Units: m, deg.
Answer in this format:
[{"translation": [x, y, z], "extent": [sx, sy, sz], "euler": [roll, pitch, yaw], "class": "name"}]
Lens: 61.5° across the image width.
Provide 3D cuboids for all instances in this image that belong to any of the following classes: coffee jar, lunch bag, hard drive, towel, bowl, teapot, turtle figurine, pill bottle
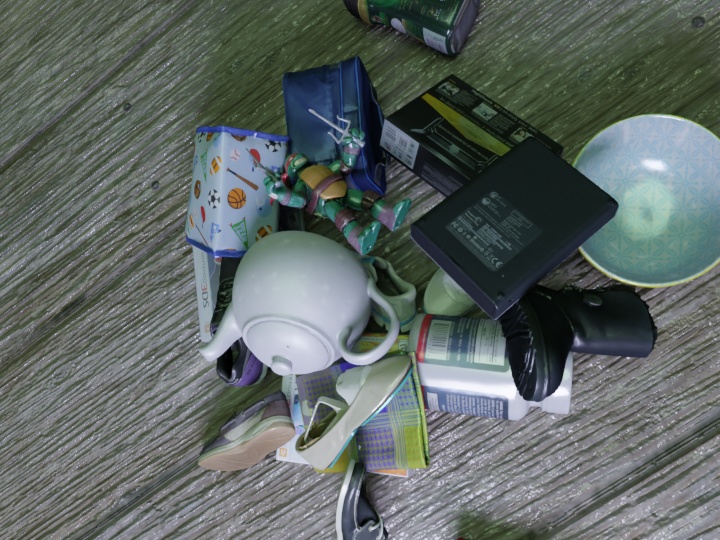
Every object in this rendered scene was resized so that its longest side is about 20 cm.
[{"translation": [0.073, -0.404, 0.900], "extent": [0.197, 0.085, 0.106], "euler": [29, 92, 19], "class": "coffee jar"}, {"translation": [-0.025, -0.190, 0.866], "extent": [0.129, 0.136, 0.206], "euler": [-9, 79, 16], "class": "lunch bag"}, {"translation": [0.173, -0.057, 0.682], "extent": [0.198, 0.033, 0.140], "euler": [-36, 63, -17], "class": "hard drive"}, {"translation": [-0.003, 0.183, 0.769], "extent": [0.196, 0.022, 0.148], "euler": [-15, 81, 38], "class": "towel"}, {"translation": [-0.188, -0.115, 0.867], "extent": [0.198, 0.121, 0.175], "euler": [15, 100, 55], "class": "lunch bag"}, {"translation": [0.350, -0.074, 0.743], "extent": [0.194, 0.107, 0.206], "euler": [-3, 79, 18], "class": "bowl"}, {"translation": [-0.076, 0.061, 0.756], "extent": [0.194, 0.200, 0.149], "euler": [26, 50, -16], "class": "teapot"}, {"translation": [-0.041, -0.110, 0.756], "extent": [0.199, 0.101, 0.150], "euler": [38, 69, 17], "class": "turtle figurine"}, {"translation": [0.162, 0.122, 0.762], "extent": [0.194, 0.119, 0.123], "euler": [4, 81, 18], "class": "pill bottle"}]

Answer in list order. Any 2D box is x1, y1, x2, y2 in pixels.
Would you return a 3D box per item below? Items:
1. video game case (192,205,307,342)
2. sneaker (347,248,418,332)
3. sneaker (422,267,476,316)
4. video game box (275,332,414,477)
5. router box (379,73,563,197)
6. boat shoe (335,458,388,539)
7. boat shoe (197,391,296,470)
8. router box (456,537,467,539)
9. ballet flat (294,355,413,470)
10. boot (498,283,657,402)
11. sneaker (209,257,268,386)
[{"translation": [-0.168, 0.000, 0.937], "extent": [0.195, 0.023, 0.188], "euler": [-13, 77, 15], "class": "video game case"}, {"translation": [0.000, 0.000, 0.842], "extent": [0.197, 0.088, 0.075], "euler": [29, 56, 16], "class": "sneaker"}, {"translation": [0.159, -0.009, 0.806], "extent": [0.199, 0.081, 0.077], "euler": [-42, 73, 8], "class": "sneaker"}, {"translation": [-0.018, 0.179, 0.847], "extent": [0.194, 0.047, 0.188], "euler": [1, 84, 18], "class": "video game box"}, {"translation": [0.147, -0.165, 0.811], "extent": [0.199, 0.053, 0.156], "euler": [40, 57, 19], "class": "router box"}, {"translation": [0.004, 0.315, 0.762], "extent": [0.066, 0.072, 0.205], "euler": [6, 122, 12], "class": "boat shoe"}, {"translation": [-0.162, 0.230, 0.856], "extent": [0.199, 0.071, 0.066], "euler": [-36, 45, 36], "class": "boat shoe"}, {"translation": [0.181, 0.458, 0.732], "extent": [0.175, 0.049, 0.206], "euler": [11, 84, 19], "class": "router box"}, {"translation": [-0.015, 0.161, 0.716], "extent": [0.070, 0.069, 0.202], "euler": [45, 116, 19], "class": "ballet flat"}, {"translation": [0.244, 0.070, 0.661], "extent": [0.163, 0.201, 0.078], "euler": [5, 116, 2], "class": "boot"}, {"translation": [-0.178, 0.062, 0.871], "extent": [0.074, 0.087, 0.206], "euler": [-13, 76, 15], "class": "sneaker"}]
